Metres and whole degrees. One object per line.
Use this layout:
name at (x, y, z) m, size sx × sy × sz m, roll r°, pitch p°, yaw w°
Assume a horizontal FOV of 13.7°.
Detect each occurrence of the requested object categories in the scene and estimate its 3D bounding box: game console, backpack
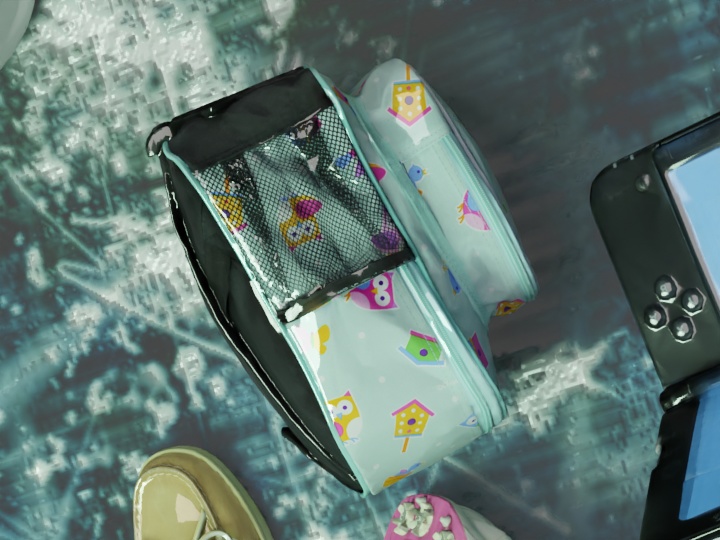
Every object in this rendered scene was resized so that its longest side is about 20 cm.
game console at (0.191, 0.003, 1.286) m, size 0.199 × 0.116 × 0.177 m, roll -25°, pitch 82°, yaw 27°
backpack at (0.000, 0.000, 1.428) m, size 0.153 × 0.176 × 0.201 m, roll -22°, pitch 94°, yaw -5°

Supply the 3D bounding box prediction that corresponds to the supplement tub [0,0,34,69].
supplement tub at (-0.282, -0.164, 1.590) m, size 0.199 × 0.122 × 0.123 m, roll 9°, pitch 96°, yaw 26°

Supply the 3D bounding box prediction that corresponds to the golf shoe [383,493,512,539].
golf shoe at (0.076, 0.167, 1.436) m, size 0.200 × 0.091 × 0.076 m, roll 38°, pitch 110°, yaw 58°

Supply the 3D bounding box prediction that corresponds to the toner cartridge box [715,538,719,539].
toner cartridge box at (0.241, 0.160, 1.387) m, size 0.199 × 0.043 × 0.095 m, roll 15°, pitch 98°, yaw 25°

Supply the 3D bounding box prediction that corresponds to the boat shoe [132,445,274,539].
boat shoe at (-0.078, 0.189, 1.535) m, size 0.073 × 0.063 × 0.202 m, roll -14°, pitch 86°, yaw 26°
